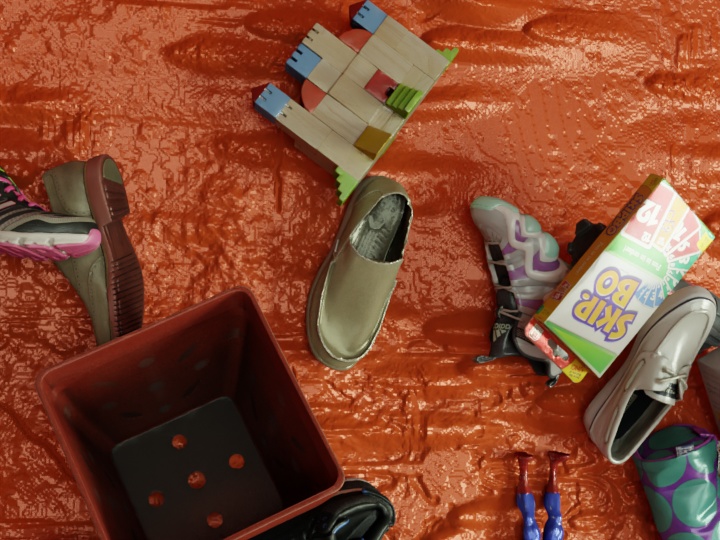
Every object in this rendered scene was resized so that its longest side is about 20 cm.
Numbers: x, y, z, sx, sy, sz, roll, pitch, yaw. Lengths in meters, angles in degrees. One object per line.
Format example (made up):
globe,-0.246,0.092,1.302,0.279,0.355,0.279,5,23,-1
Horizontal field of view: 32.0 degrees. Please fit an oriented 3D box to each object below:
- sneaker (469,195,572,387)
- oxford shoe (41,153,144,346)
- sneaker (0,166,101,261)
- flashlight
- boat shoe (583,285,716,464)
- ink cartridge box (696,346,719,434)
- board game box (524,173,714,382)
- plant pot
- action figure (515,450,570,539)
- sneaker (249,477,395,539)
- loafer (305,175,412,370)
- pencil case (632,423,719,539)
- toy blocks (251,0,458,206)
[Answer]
sneaker,0.152,0.033,1.269,0.200,0.078,0.140,46,77,-9
oxford shoe,-0.251,-0.005,1.179,0.075,0.070,0.201,-7,92,11
sneaker,-0.325,-0.061,1.126,0.199,0.074,0.088,8,80,12
flashlight,0.295,0.020,1.286,0.200,0.068,0.068,27,85,-33
boat shoe,0.298,0.109,1.268,0.072,0.066,0.200,25,112,-27
ink cartridge box,0.441,0.177,1.288,0.083,0.145,0.201,-26,109,-13
board game box,0.251,0.012,1.219,0.096,0.030,0.200,42,89,-28
plant pot,-0.148,0.166,1.115,0.199,0.176,0.200,-24,70,-14
action figure,0.192,0.289,1.267,0.065,0.099,0.201,0,91,-14
sneaker,-0.060,0.263,1.188,0.200,0.112,0.073,-32,96,-14
loafer,0.000,0.000,1.234,0.075,0.068,0.201,16,85,-14
pencil case,0.358,0.265,1.315,0.092,0.085,0.201,-19,95,12
toy blocks,-0.014,-0.182,1.232,0.137,0.100,0.200,37,80,0
